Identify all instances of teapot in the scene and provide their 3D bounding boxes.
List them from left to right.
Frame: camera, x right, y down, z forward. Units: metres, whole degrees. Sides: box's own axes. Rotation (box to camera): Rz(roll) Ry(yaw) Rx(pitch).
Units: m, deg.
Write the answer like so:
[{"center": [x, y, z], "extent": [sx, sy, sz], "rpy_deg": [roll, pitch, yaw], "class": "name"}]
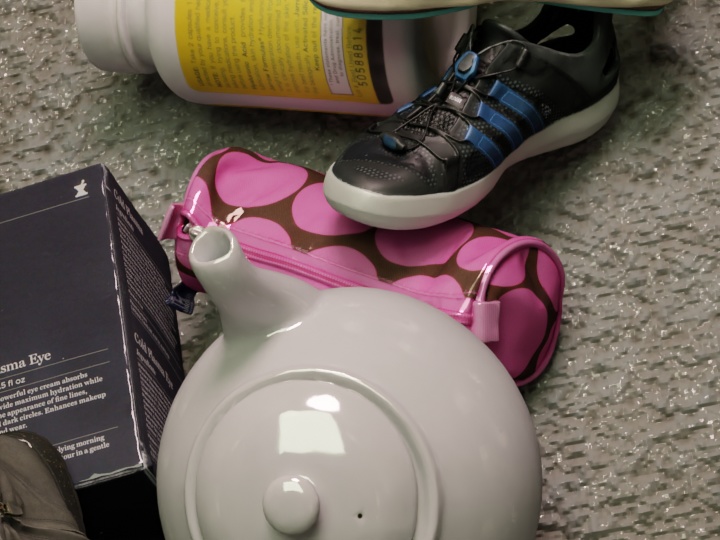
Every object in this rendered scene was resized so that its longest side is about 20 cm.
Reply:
[{"center": [-0.012, 0.106, 1.357], "extent": [0.199, 0.146, 0.198], "rpy_deg": [26, 99, 10], "class": "teapot"}]

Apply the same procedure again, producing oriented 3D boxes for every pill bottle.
[{"center": [-0.047, -0.141, 1.569], "extent": [0.199, 0.111, 0.112], "rpy_deg": [5, 62, 21], "class": "pill bottle"}]

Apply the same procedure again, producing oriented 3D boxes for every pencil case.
[{"center": [0.000, 0.000, 1.481], "extent": [0.199, 0.094, 0.091], "rpy_deg": [15, 91, 27], "class": "pencil case"}]

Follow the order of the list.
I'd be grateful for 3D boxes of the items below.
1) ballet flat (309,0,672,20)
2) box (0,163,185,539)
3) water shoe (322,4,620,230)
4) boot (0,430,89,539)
[{"center": [0.068, -0.164, 1.463], "extent": [0.199, 0.070, 0.070], "rpy_deg": [-3, 55, -18], "class": "ballet flat"}, {"center": [-0.194, 0.070, 1.498], "extent": [0.199, 0.104, 0.183], "rpy_deg": [-16, 58, 9], "class": "box"}, {"center": [0.053, -0.087, 1.476], "extent": [0.071, 0.079, 0.200], "rpy_deg": [23, 38, 35], "class": "water shoe"}, {"center": [-0.146, 0.161, 1.333], "extent": [0.068, 0.131, 0.200], "rpy_deg": [-29, 84, 8], "class": "boot"}]
